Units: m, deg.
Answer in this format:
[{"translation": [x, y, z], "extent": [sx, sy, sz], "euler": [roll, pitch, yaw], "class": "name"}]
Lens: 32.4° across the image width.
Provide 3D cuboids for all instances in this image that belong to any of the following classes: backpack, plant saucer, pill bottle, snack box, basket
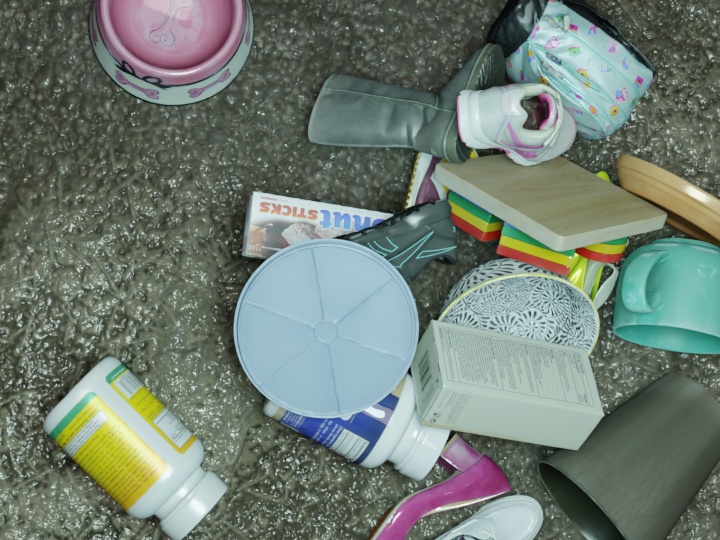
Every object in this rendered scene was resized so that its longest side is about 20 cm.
[{"translation": [0.256, -0.257, 1.515], "extent": [0.199, 0.167, 0.127], "euler": [36, 96, -7], "class": "backpack"}, {"translation": [0.388, -0.073, 1.484], "extent": [0.199, 0.200, 0.038], "euler": [32, 93, -4], "class": "plant saucer"}, {"translation": [0.000, 0.156, 1.427], "extent": [0.199, 0.120, 0.120], "euler": [28, 79, -5], "class": "pill bottle"}, {"translation": [-0.033, -0.038, 1.412], "extent": [0.198, 0.024, 0.073], "euler": [8, 82, -18], "class": "snack box"}, {"translation": [-0.247, 0.203, 1.384], "extent": [0.200, 0.113, 0.113], "euler": [44, 78, -2], "class": "pill bottle"}, {"translation": [0.337, 0.227, 1.472], "extent": [0.200, 0.136, 0.181], "euler": [-42, 99, -15], "class": "basket"}]

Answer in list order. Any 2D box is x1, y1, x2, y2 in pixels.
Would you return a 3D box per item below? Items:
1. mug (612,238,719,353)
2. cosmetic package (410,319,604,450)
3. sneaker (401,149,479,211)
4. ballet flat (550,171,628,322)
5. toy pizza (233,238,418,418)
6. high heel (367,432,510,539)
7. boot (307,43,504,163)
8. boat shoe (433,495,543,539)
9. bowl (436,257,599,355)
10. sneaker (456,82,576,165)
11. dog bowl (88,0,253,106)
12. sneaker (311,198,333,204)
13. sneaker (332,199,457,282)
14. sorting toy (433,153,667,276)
[{"translation": [0.383, 0.024, 1.475], "extent": [0.151, 0.185, 0.115], "euler": [9, 78, 8], "class": "mug"}, {"translation": [0.164, 0.130, 1.404], "extent": [0.199, 0.073, 0.104], "euler": [13, 42, -17], "class": "cosmetic package"}, {"translation": [0.104, -0.102, 1.499], "extent": [0.089, 0.075, 0.202], "euler": [14, 82, -2], "class": "sneaker"}, {"translation": [0.291, -0.022, 1.521], "extent": [0.067, 0.067, 0.201], "euler": [28, 79, -51], "class": "ballet flat"}, {"translation": [-0.037, 0.062, 1.335], "extent": [0.198, 0.032, 0.202], "euler": [0, 105, -2], "class": "toy pizza"}, {"translation": [0.087, 0.293, 1.455], "extent": [0.096, 0.067, 0.200], "euler": [42, 68, 2], "class": "high heel"}, {"translation": [0.056, -0.208, 1.477], "extent": [0.199, 0.073, 0.182], "euler": [11, 56, 32], "class": "boot"}, {"translation": [0.130, 0.323, 1.454], "extent": [0.199, 0.069, 0.073], "euler": [-19, 86, -11], "class": "boat shoe"}, {"translation": [0.174, 0.048, 1.463], "extent": [0.199, 0.202, 0.095], "euler": [1, 42, -9], "class": "bowl"}, {"translation": [0.198, -0.168, 1.416], "extent": [0.199, 0.088, 0.082], "euler": [-2, 86, -50], "class": "sneaker"}, {"translation": [-0.223, -0.301, 1.470], "extent": [0.198, 0.074, 0.202], "euler": [1, 83, -9], "class": "dog bowl"}, {"translation": [0.000, 0.000, 1.481], "extent": [0.095, 0.079, 0.201], "euler": [-27, 92, -29], "class": "sneaker"}, {"translation": [0.023, -0.015, 1.378], "extent": [0.199, 0.075, 0.080], "euler": [-21, 98, -17], "class": "sneaker"}, {"translation": [0.214, -0.064, 1.439], "extent": [0.199, 0.198, 0.070], "euler": [-11, 124, -41], "class": "sorting toy"}]
